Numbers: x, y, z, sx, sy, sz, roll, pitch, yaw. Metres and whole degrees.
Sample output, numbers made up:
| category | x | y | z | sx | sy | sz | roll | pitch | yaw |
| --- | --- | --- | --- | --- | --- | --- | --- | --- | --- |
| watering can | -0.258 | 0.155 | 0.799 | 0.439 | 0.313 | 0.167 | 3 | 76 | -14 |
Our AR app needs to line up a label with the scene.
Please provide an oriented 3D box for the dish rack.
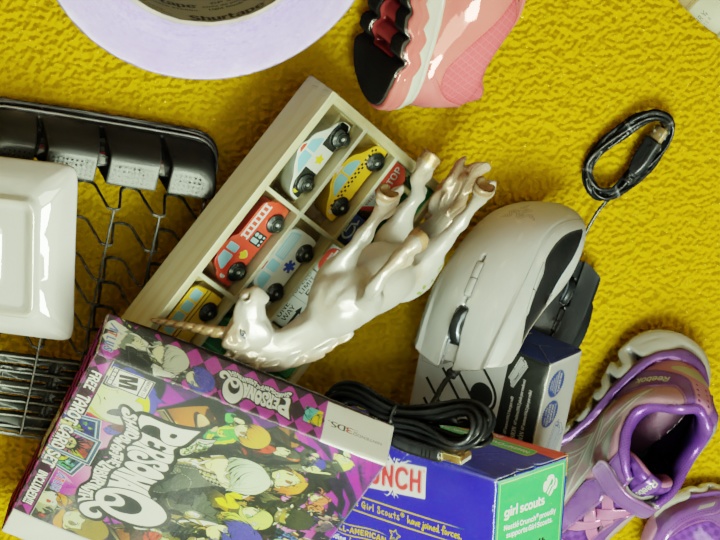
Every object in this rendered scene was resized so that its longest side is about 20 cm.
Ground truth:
| category | x | y | z | sx | sy | sz | roll | pitch | yaw |
| --- | --- | --- | --- | --- | --- | --- | --- | --- | --- |
| dish rack | -0.173 | 0.007 | 1.396 | 0.153 | 0.055 | 0.200 | 9 | 112 | -16 |

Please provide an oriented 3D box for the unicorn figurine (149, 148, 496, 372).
| category | x | y | z | sx | sy | sz | roll | pitch | yaw |
| --- | --- | --- | --- | --- | --- | --- | --- | --- | --- |
| unicorn figurine | 0.000 | 0.000 | 1.355 | 0.200 | 0.074 | 0.137 | -10 | 146 | -45 |

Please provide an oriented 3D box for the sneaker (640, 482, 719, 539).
| category | x | y | z | sx | sy | sz | roll | pitch | yaw |
| --- | --- | --- | --- | --- | --- | --- | --- | --- | --- |
| sneaker | 0.283 | 0.209 | 1.573 | 0.200 | 0.089 | 0.081 | 22 | 107 | -20 |

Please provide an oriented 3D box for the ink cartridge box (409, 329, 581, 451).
| category | x | y | z | sx | sy | sz | roll | pitch | yaw |
| --- | --- | --- | --- | --- | --- | --- | --- | --- | --- |
| ink cartridge box | 0.073 | 0.130 | 1.482 | 0.044 | 0.094 | 0.201 | -19 | 124 | -52 |

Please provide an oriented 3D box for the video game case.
| category | x | y | z | sx | sy | sz | roll | pitch | yaw |
| --- | --- | --- | --- | --- | --- | --- | --- | --- | --- |
| video game case | -0.101 | 0.124 | 1.388 | 0.181 | 0.036 | 0.200 | 22 | 136 | -11 |

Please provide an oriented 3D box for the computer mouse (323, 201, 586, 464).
| category | x | y | z | sx | sy | sz | roll | pitch | yaw |
| --- | --- | --- | --- | --- | --- | --- | --- | --- | --- |
| computer mouse | 0.066 | 0.025 | 1.411 | 0.200 | 0.109 | 0.044 | -58 | 139 | -25 |

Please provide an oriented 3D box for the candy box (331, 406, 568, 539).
| category | x | y | z | sx | sy | sz | roll | pitch | yaw |
| --- | --- | --- | --- | --- | --- | --- | --- | --- | --- |
| candy box | 0.035 | 0.193 | 1.447 | 0.077 | 0.169 | 0.201 | -16 | 114 | -48 |

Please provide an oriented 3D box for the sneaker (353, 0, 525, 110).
| category | x | y | z | sx | sy | sz | roll | pitch | yaw |
| --- | --- | --- | --- | --- | --- | --- | --- | --- | --- |
| sneaker | 0.064 | -0.186 | 1.375 | 0.087 | 0.074 | 0.201 | 7 | 115 | -31 |

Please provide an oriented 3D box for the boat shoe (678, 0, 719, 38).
| category | x | y | z | sx | sy | sz | roll | pitch | yaw |
| --- | --- | --- | --- | --- | --- | --- | --- | --- | --- |
| boat shoe | 0.259 | -0.230 | 1.393 | 0.066 | 0.074 | 0.200 | 33 | 95 | 2 |

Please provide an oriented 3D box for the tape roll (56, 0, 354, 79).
| category | x | y | z | sx | sy | sz | roll | pitch | yaw |
| --- | --- | --- | --- | --- | --- | --- | --- | --- | --- |
| tape roll | -0.090 | -0.214 | 1.306 | 0.199 | 0.085 | 0.201 | -5 | 113 | -13 |

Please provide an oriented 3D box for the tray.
| category | x | y | z | sx | sy | sz | roll | pitch | yaw |
| --- | --- | --- | --- | --- | --- | --- | --- | --- | --- |
| tray | -0.262 | -0.018 | 1.338 | 0.199 | 0.022 | 0.108 | 7 | 111 | 7 |

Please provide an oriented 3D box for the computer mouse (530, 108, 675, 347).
| category | x | y | z | sx | sy | sz | roll | pitch | yaw |
| --- | --- | --- | --- | --- | --- | --- | --- | --- | --- |
| computer mouse | 0.144 | -0.012 | 1.476 | 0.059 | 0.034 | 0.200 | 21 | 105 | -20 |

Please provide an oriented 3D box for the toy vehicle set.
| category | x | y | z | sx | sy | sz | roll | pitch | yaw |
| --- | --- | --- | --- | --- | --- | --- | --- | --- | --- |
| toy vehicle set | -0.049 | -0.004 | 1.397 | 0.200 | 0.027 | 0.124 | -52 | 135 | 1 |

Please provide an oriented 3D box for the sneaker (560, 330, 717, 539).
| category | x | y | z | sx | sy | sz | roll | pitch | yaw |
| --- | --- | --- | --- | --- | --- | --- | --- | --- | --- |
| sneaker | 0.160 | 0.135 | 1.503 | 0.080 | 0.089 | 0.200 | 32 | 103 | -25 |
